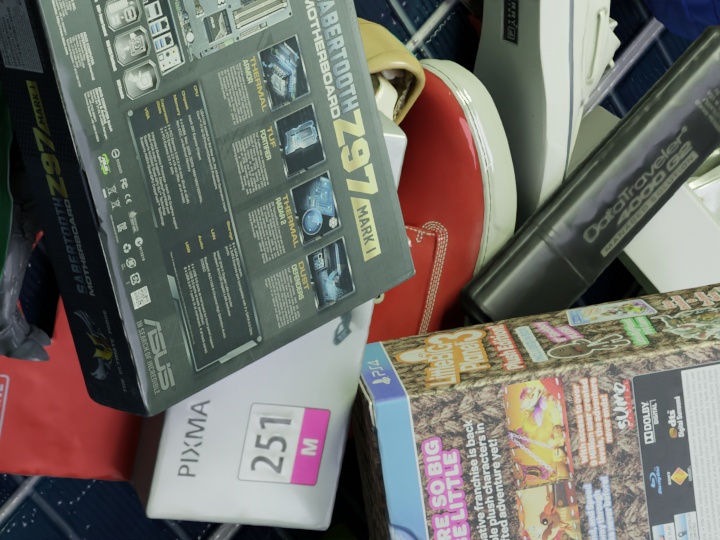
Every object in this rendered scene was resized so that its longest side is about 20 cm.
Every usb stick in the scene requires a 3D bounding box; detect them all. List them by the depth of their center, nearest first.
[{"bbox_3d":[0.128,-0.040,1.407,0.200,0.033,0.055,-47,132,-2],"label":"usb stick"}]

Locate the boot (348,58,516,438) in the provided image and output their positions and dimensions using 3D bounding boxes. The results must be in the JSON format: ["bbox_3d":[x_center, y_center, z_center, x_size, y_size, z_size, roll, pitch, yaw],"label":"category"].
[{"bbox_3d":[0.000,0.000,1.396,0.144,0.072,0.201,-18,126,-35],"label":"boot"}]

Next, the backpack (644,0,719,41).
[{"bbox_3d":[0.214,-0.196,1.430,0.162,0.168,0.201,-34,135,-17],"label":"backpack"}]

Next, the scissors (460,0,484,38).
[{"bbox_3d":[0.064,-0.143,1.425,0.073,0.014,0.200,-47,134,-12],"label":"scissors"}]

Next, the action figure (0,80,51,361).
[{"bbox_3d":[-0.142,-0.064,1.214,0.054,0.118,0.201,6,98,-8],"label":"action figure"}]

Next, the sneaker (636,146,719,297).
[{"bbox_3d":[0.168,0.004,1.567,0.200,0.074,0.116,-45,121,-13],"label":"sneaker"}]

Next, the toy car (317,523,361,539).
[{"bbox_3d":[0.086,0.167,1.537,0.164,0.158,0.200,-40,161,-1],"label":"toy car"}]

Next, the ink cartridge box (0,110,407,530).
[{"bbox_3d":[-0.082,0.016,1.292,0.172,0.044,0.201,5,108,-19],"label":"ink cartridge box"}]

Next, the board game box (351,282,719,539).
[{"bbox_3d":[0.104,0.108,1.359,0.199,0.097,0.161,-9,105,-5],"label":"board game box"}]

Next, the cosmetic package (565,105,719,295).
[{"bbox_3d":[0.182,0.005,1.490,0.051,0.083,0.200,-42,105,-1],"label":"cosmetic package"}]

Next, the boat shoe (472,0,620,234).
[{"bbox_3d":[0.097,-0.117,1.413,0.065,0.072,0.201,-12,112,-31],"label":"boat shoe"}]

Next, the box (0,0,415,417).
[{"bbox_3d":[-0.066,-0.061,1.188,0.157,0.051,0.201,-28,115,-33],"label":"box"}]

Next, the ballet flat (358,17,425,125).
[{"bbox_3d":[-0.039,-0.032,1.345,0.069,0.063,0.201,35,85,-47],"label":"ballet flat"}]
